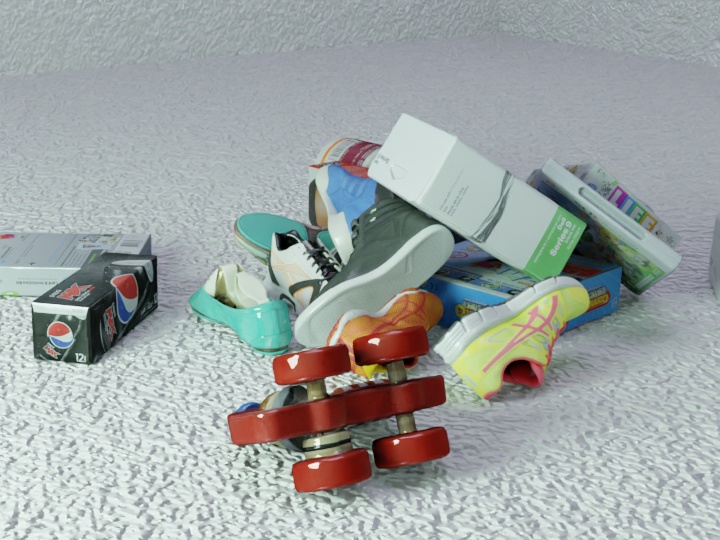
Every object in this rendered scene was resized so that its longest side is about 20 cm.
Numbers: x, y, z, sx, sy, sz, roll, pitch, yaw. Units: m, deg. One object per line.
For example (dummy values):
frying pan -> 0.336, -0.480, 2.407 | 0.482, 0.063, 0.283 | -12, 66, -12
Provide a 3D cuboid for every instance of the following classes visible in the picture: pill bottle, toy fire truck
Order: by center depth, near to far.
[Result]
toy fire truck -> -0.028, 0.122, 1.181 | 0.198, 0.114, 0.167 | -10, -5, -34
pill bottle -> 0.035, -0.117, 1.933 | 0.113, 0.116, 0.198 | -14, 22, -42

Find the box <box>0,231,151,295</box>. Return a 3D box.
box -> -0.364, -0.009, 1.678 | 0.196, 0.042, 0.156 | 2, 16, -1

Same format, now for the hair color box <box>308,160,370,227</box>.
hair color box -> 0.017, -0.079, 1.826 | 0.061, 0.103, 0.198 | -14, 21, -42

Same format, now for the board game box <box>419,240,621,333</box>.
board game box -> 0.165, 0.020, 1.583 | 0.198, 0.057, 0.194 | 16, 22, 40

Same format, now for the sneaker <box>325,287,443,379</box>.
sneaker -> 0.037, 0.072, 1.416 | 0.077, 0.074, 0.199 | 38, 29, 17

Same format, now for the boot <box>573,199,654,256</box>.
boot -> 0.306, -0.041, 1.795 | 0.197, 0.074, 0.090 | -11, 26, -12

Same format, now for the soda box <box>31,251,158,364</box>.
soda box -> -0.283, 0.037, 1.489 | 0.070, 0.064, 0.200 | 4, 17, 11

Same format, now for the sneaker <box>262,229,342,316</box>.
sneaker -> -0.051, 0.009, 1.569 | 0.073, 0.081, 0.199 | -9, 21, -37

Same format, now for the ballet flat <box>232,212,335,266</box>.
ballet flat -> -0.065, -0.023, 1.699 | 0.197, 0.072, 0.070 | 5, 54, -14

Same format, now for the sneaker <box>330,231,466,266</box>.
sneaker -> 0.060, -0.014, 1.657 | 0.197, 0.080, 0.079 | -18, 17, -20

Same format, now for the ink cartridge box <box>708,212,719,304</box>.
ink cartridge box -> 0.529, -0.010, 1.653 | 0.197, 0.084, 0.147 | 3, 17, 7

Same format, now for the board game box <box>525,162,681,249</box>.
board game box -> 0.278, -0.068, 1.619 | 0.134, 0.034, 0.200 | 40, -7, -12

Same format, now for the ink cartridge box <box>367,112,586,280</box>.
ink cartridge box -> 0.125, -0.078, 1.499 | 0.199, 0.085, 0.146 | 30, 3, -28

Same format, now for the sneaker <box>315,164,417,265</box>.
sneaker -> 0.012, -0.085, 1.627 | 0.110, 0.077, 0.201 | -24, 25, 4

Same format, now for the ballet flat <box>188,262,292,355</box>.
ballet flat -> -0.131, 0.030, 1.506 | 0.066, 0.072, 0.199 | -9, 19, -29

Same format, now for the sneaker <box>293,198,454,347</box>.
sneaker -> 0.000, 0.000, 1.486 | 0.199, 0.071, 0.099 | -37, 40, -3

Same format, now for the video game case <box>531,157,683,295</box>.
video game case -> 0.269, -0.045, 1.571 | 0.181, 0.022, 0.200 | 38, -7, 5

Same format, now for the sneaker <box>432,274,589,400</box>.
sneaker -> 0.165, 0.073, 1.375 | 0.198, 0.078, 0.091 | -23, 70, -34
